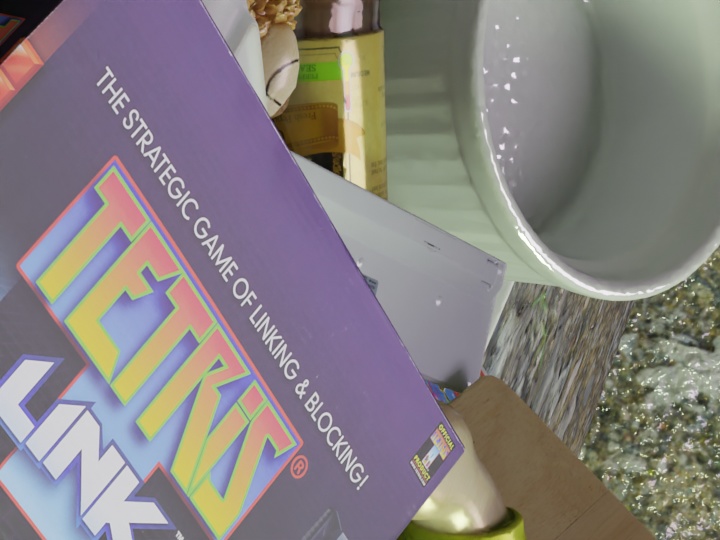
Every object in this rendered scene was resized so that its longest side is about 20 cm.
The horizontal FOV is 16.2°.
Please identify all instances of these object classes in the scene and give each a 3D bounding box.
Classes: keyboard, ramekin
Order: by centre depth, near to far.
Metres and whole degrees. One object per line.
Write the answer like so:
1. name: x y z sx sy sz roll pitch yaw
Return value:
1. keyboard: 0.000 0.000 0.925 0.200 0.011 0.057 25 81 -56
2. ramekin: 0.089 -0.087 1.179 0.199 0.097 0.202 0 89 -43

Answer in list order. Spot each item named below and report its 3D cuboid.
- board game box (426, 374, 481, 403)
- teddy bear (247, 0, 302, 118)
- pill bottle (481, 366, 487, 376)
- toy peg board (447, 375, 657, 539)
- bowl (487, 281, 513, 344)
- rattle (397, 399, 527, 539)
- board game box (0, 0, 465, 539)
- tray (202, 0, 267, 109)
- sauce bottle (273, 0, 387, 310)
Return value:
1. board game box: 0.026 0.048 1.162 0.019 0.201 0.103 -28 -176 20
2. teddy bear: -0.063 -0.078 0.774 0.146 0.066 0.200 -64 167 -14
3. pill bottle: -0.007 0.098 1.202 0.200 0.111 0.113 -42 150 -68
4. toy peg board: 0.042 0.178 0.938 0.200 0.199 0.098 -35 167 -43
5. bowl: 0.056 -0.057 1.337 0.200 0.074 0.201 81 31 -65
6. rattle: -0.046 0.124 0.776 0.200 0.142 0.131 -52 147 -32
7. board game box: -0.074 0.035 0.639 0.166 0.056 0.201 -50 131 -22
8. tray: -0.047 0.000 0.767 0.201 0.022 0.108 86 23 -51
9. sauce bottle: -0.019 -0.010 0.956 0.065 0.064 0.202 -32 120 -71
